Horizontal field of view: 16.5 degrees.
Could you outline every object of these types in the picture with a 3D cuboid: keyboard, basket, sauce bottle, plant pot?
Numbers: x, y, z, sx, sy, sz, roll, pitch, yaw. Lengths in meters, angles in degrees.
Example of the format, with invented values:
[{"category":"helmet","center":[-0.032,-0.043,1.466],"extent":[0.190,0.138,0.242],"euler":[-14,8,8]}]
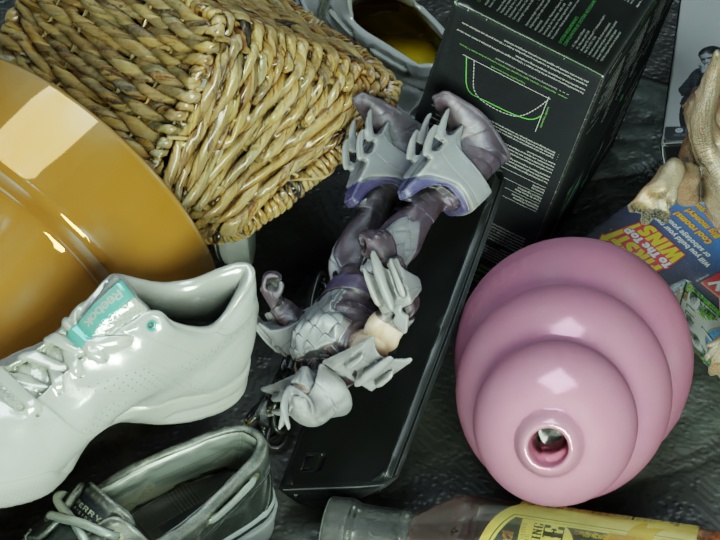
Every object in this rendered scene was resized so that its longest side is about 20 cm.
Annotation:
[{"category":"keyboard","center":[0.004,0.036,1.311],"extent":[0.126,0.021,0.201],"euler":[-6,50,41]},{"category":"basket","center":[-0.099,-0.095,1.393],"extent":[0.148,0.144,0.200],"euler":[15,15,-42]},{"category":"sauce bottle","center":[0.079,0.145,1.202],"extent":[0.198,0.066,0.066],"euler":[5,40,11]},{"category":"plant pot","center":[-0.204,0.022,1.279],"extent":[0.199,0.201,0.184],"euler":[24,61,29]}]

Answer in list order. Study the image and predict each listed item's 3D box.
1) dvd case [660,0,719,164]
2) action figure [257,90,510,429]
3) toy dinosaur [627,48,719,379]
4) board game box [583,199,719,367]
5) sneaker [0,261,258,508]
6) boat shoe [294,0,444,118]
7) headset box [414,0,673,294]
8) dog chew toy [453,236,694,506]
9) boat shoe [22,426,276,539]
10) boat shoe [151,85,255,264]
[{"category":"dvd case","center":[0.257,-0.128,1.443],"extent":[0.149,0.025,0.201],"euler":[0,40,13]},{"category":"action figure","center":[0.000,0.000,1.271],"extent":[0.130,0.069,0.201],"euler":[-13,43,47]},{"category":"toy dinosaur","center":[0.203,-0.041,1.262],"extent":[0.085,0.201,0.136],"euler":[-16,30,32]},{"category":"board game box","center":[0.214,0.008,1.362],"extent":[0.199,0.062,0.200],"euler":[-23,45,-21]},{"category":"sneaker","center":[-0.132,0.043,1.171],"extent":[0.199,0.089,0.075],"euler":[-23,58,-37]},{"category":"boat shoe","center":[0.011,-0.167,1.563],"extent":[0.074,0.087,0.202],"euler":[-15,41,-16]},{"category":"headset box","center":[0.099,-0.102,1.402],"extent":[0.092,0.201,0.174],"euler":[27,46,9]},{"category":"dog chew toy","center":[0.101,0.057,1.225],"extent":[0.123,0.126,0.200],"euler":[5,15,9]},{"category":"boat shoe","center":[-0.127,0.131,1.202],"extent":[0.199,0.071,0.072],"euler":[-30,48,-33]},{"category":"boat shoe","center":[-0.098,-0.064,1.463],"extent":[0.063,0.071,0.200],"euler":[-6,32,-6]}]
